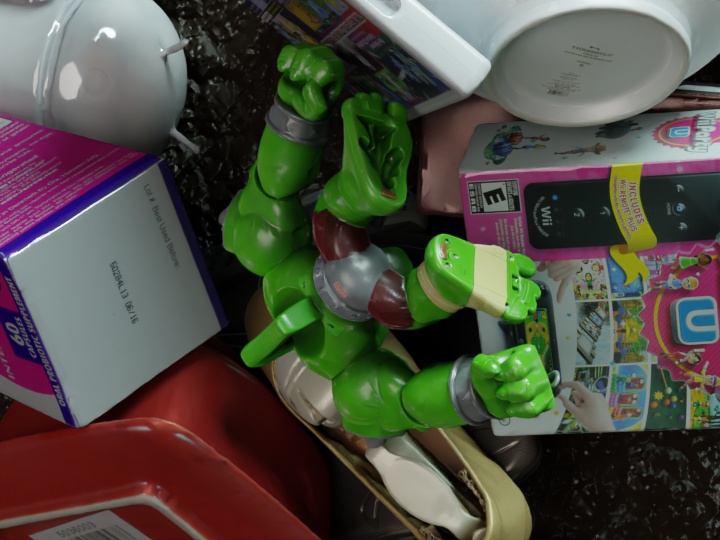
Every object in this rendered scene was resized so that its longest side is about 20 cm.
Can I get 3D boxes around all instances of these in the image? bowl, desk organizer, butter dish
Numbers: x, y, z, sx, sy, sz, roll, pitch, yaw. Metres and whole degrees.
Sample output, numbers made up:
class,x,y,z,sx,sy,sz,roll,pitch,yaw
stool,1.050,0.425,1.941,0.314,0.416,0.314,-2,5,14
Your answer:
class,x,y,z,sx,sy,sz,roll,pitch,yaw
bowl,0.102,-0.131,0.903,0.200,0.201,0.091,-15,58,22
desk organizer,0.132,-0.062,1.021,0.199,0.072,0.077,7,101,21
butter dish,-0.102,0.100,1.045,0.199,0.199,0.148,-14,46,35

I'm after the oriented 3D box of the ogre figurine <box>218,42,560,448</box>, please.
class,x,y,z,sx,sy,sz,roll,pitch,yaw
ogre figurine,0.000,0.000,0.928,0.200,0.098,0.120,44,131,-8

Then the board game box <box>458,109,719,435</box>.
class,x,y,z,sx,sy,sz,roll,pitch,yaw
board game box,0.158,0.000,0.958,0.199,0.064,0.148,-4,114,13

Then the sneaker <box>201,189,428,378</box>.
class,x,y,z,sx,sy,sz,roll,pitch,yaw
sneaker,-0.045,0.011,1.109,0.199,0.075,0.080,-20,111,21

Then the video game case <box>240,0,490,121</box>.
class,x,y,z,sx,sy,sz,roll,pitch,yaw
video game case,-0.031,-0.138,0.912,0.182,0.200,0.023,39,85,-7

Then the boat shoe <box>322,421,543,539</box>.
class,x,y,z,sx,sy,sz,roll,pitch,yaw
boat shoe,0.021,0.121,1.083,0.199,0.073,0.075,-24,66,31

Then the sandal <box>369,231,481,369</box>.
class,x,y,z,sx,sy,sz,roll,pitch,yaw
sandal,0.060,0.025,1.040,0.199,0.043,0.076,5,125,7

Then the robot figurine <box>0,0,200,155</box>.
class,x,y,z,sx,sy,sz,roll,pitch,yaw
robot figurine,-0.184,-0.114,1.114,0.199,0.113,0.170,11,138,20

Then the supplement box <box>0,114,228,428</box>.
class,x,y,z,sx,sy,sz,roll,pitch,yaw
supplement box,-0.177,-0.008,0.999,0.200,0.103,0.102,17,134,49

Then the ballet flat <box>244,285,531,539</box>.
class,x,y,z,sx,sy,sz,roll,pitch,yaw
ballet flat,0.009,0.076,0.997,0.200,0.063,0.069,42,104,15
